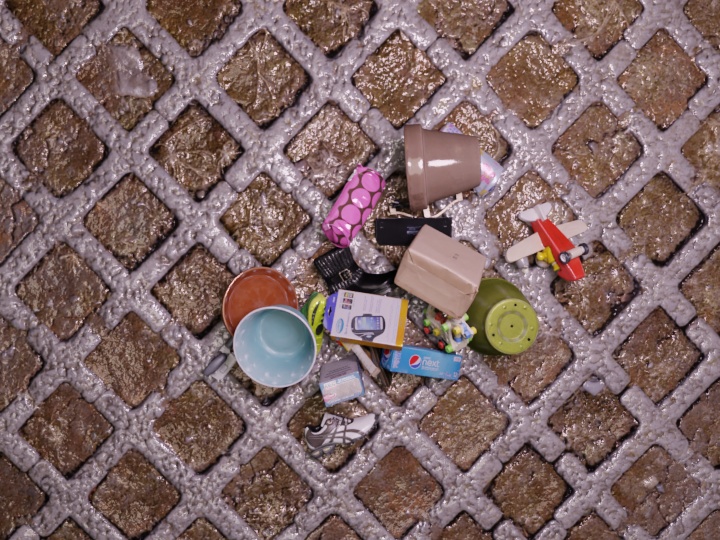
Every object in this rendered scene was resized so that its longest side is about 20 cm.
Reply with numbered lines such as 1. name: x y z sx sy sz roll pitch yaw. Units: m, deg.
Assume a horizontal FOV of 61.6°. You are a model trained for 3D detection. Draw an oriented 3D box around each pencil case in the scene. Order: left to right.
1. pencil case: -0.021 -0.160 1.484 0.094 0.090 0.202 45 64 -38
2. pencil case: 0.265 -0.279 1.517 0.199 0.083 0.091 41 134 -4

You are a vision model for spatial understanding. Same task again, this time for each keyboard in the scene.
1. keyboard: 0.135 -0.124 1.530 0.196 0.021 0.129 -1 117 2

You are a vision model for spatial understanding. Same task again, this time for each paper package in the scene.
1. paper package: 0.193 -0.002 1.447 0.189 0.200 0.104 30 117 5

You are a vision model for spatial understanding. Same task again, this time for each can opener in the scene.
1. can opener: -0.318 0.194 1.532 0.052 0.066 0.201 38 86 -5

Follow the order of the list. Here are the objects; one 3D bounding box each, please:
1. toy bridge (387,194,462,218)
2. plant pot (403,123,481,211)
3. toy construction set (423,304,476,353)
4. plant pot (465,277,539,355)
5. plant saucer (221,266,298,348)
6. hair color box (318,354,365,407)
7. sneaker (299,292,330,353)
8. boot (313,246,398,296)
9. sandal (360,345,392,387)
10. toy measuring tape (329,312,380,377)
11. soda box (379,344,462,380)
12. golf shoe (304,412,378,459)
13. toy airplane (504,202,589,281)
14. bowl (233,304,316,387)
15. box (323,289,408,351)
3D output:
1. toy bridge: 0.165 -0.164 1.545 0.196 0.027 0.068 -12 94 0
2. plant pot: 0.193 -0.247 1.414 0.171 0.200 0.204 -4 93 8
3. toy construction set: 0.209 0.121 1.498 0.091 0.201 0.133 -15 133 -9
4. plant pot: 0.346 0.124 1.482 0.196 0.193 0.204 0 92 -1
5. plant saucer: -0.252 0.093 1.509 0.197 0.032 0.204 -1 91 -29
6. hair color box: -0.045 0.266 1.472 0.098 0.200 0.062 -18 93 0
7. sneaker: -0.128 0.147 1.531 0.073 0.084 0.202 17 110 -20
8. boot: -0.001 0.000 1.522 0.208 0.079 0.160 -22 93 0
9. sandal: 0.030 0.204 1.545 0.054 0.082 0.203 -15 101 21
10. toy measuring tape: -0.011 0.179 1.489 0.073 0.074 0.200 -42 68 1
11. soda box: 0.152 0.226 1.511 0.197 0.068 0.065 12 88 -22
12. golf shoe: -0.051 0.400 1.540 0.197 0.078 0.096 -25 93 -2
13. toy airplane: 0.468 -0.068 1.519 0.197 0.142 0.201 16 54 6
14. bowl: -0.194 0.163 1.439 0.197 0.105 0.205 1 108 4
15. box: 0.012 0.117 1.453 0.196 0.042 0.121 8 67 6
